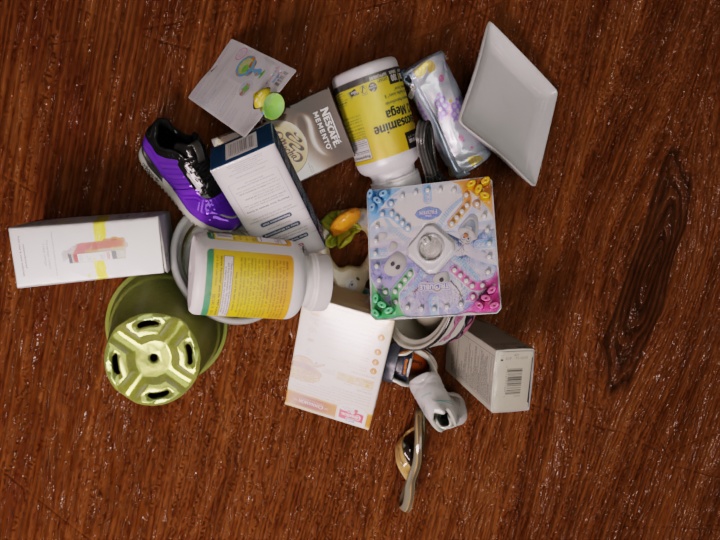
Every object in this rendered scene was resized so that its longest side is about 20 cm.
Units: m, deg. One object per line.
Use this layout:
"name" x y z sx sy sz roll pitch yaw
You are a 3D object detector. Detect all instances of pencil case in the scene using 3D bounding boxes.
"pencil case" 0.142 -0.258 0.950 0.082 0.091 0.202 -21 110 34

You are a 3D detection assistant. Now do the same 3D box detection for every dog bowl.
"dog bowl" 0.119 0.033 0.952 0.072 0.199 0.206 8 99 -32

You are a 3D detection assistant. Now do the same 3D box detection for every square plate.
"square plate" 0.248 -0.275 0.961 0.198 0.028 0.203 30 69 -30

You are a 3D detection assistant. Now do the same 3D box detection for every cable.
"cable" 0.108 -0.148 0.928 0.201 0.049 0.099 52 55 -50

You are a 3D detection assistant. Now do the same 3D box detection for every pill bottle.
"pill bottle" 0.033 -0.225 0.921 0.110 0.112 0.205 -20 104 -8
"pill bottle" -0.143 0.010 0.820 0.195 0.112 0.116 4 99 -22

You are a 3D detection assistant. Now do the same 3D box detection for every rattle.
"rattle" 0.000 0.000 0.944 0.127 0.142 0.206 -9 96 -29

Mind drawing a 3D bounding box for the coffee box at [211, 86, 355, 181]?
"coffee box" -0.119 -0.194 0.903 0.196 0.080 0.115 -25 104 -3

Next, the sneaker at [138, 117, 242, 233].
"sneaker" -0.247 -0.145 0.849 0.199 0.100 0.070 42 45 0

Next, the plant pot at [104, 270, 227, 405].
"plant pot" -0.302 0.107 0.866 0.195 0.184 0.207 -2 101 -12

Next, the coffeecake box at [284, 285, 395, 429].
"coffeecake box" -0.032 0.140 0.947 0.149 0.073 0.205 15 110 6

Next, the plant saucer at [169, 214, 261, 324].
"plant saucer" -0.210 -0.008 0.907 0.196 0.050 0.205 16 61 -30

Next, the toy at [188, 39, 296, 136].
"toy" -0.170 -0.264 0.846 0.116 0.199 0.047 -52 136 0

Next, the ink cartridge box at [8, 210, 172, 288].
"ink cartridge box" -0.382 -0.037 0.844 0.194 0.145 0.086 -5 100 -12

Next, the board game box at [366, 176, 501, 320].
"board game box" 0.105 -0.034 0.857 0.194 0.026 0.206 -4 80 14

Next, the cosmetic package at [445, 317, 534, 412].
"cosmetic package" 0.216 0.155 0.984 0.069 0.200 0.108 0 101 -13

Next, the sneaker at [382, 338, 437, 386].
"sneaker" 0.046 0.154 1.010 0.194 0.079 0.081 8 100 -13

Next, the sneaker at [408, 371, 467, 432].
"sneaker" 0.145 0.252 1.014 0.069 0.081 0.200 -30 141 12

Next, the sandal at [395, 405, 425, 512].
"sandal" 0.087 0.350 1.062 0.053 0.080 0.206 11 102 7

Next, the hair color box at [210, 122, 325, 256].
"hair color box" -0.132 -0.102 0.842 0.098 0.061 0.202 -20 133 4
